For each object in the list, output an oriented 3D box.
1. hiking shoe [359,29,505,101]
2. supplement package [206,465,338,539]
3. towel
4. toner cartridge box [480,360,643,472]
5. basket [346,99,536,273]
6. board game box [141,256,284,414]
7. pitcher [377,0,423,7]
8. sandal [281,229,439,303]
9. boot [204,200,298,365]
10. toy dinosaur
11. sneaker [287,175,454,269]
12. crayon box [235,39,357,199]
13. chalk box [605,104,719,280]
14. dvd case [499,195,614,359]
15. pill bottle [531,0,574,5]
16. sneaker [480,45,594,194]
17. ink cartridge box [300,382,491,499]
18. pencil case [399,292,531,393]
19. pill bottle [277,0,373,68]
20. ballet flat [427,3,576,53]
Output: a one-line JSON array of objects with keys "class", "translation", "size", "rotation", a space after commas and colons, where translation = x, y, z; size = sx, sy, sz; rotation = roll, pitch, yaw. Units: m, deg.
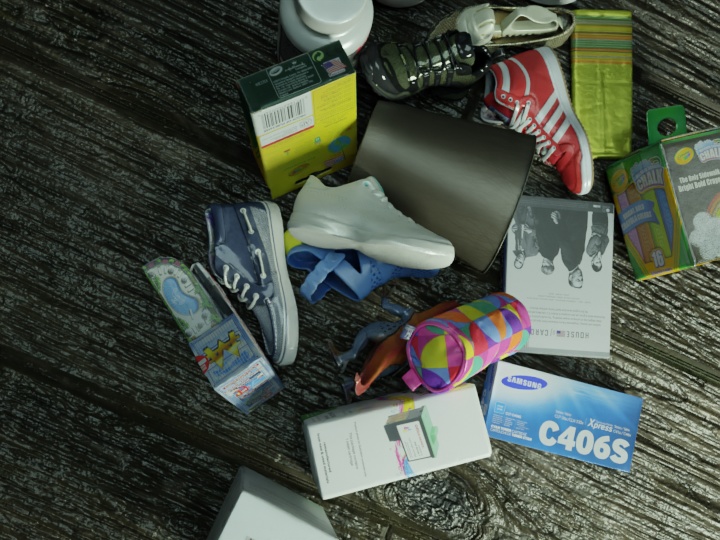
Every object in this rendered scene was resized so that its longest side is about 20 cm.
[{"class": "hiking shoe", "translation": [0.086, -0.260, 1.002], "size": [0.198, 0.100, 0.077], "rotation": [-11, 74, -43]}, {"class": "supplement package", "translation": [-0.107, 0.304, 0.907], "size": [0.115, 0.200, 0.119], "rotation": [27, 81, -4]}, {"class": "towel", "translation": [0.324, -0.251, 1.114], "size": [0.084, 0.018, 0.205], "rotation": [1, 85, -2]}, {"class": "toner cartridge box", "translation": [0.251, 0.184, 1.046], "size": [0.196, 0.043, 0.097], "rotation": [14, 82, -6]}, {"class": "basket", "translation": [0.093, -0.120, 1.014], "size": [0.197, 0.136, 0.183], "rotation": [22, 82, -1]}, {"class": "board game box", "translation": [-0.160, 0.069, 0.924], "size": [0.061, 0.200, 0.202], "rotation": [-33, 90, -9]}, {"class": "pitcher", "translation": [0.080, -0.392, 1.002], "size": [0.169, 0.200, 0.123], "rotation": [21, 82, -5]}, {"class": "sandal", "translation": [0.000, 0.000, 1.007], "size": [0.195, 0.080, 0.089], "rotation": [0, 62, 1]}, {"class": "boot", "translation": [-0.134, 0.017, 0.989], "size": [0.089, 0.073, 0.204], "rotation": [-4, 75, -29]}, {"class": "toy dinosaur", "translation": [0.055, 0.092, 0.978], "size": [0.179, 0.200, 0.107], "rotation": [-22, 113, -10]}, {"class": "sneaker", "translation": [0.018, -0.062, 0.951], "size": [0.196, 0.075, 0.090], "rotation": [15, 73, 7]}, {"class": "crayon box", "translation": [-0.069, -0.170, 0.971], "size": [0.125, 0.201, 0.051], "rotation": [-24, 69, -10]}, {"class": "chalk box", "translation": [0.403, -0.105, 1.047], "size": [0.122, 0.124, 0.204], "rotation": [-12, 85, -18]}, {"class": "dvd case", "translation": [0.255, 0.008, 1.074], "size": [0.147, 0.025, 0.205], "rotation": [5, 84, -7]}, {"class": "pill bottle", "translation": [0.262, -0.463, 1.079], "size": [0.107, 0.110, 0.204], "rotation": [12, 83, -6]}, {"class": "sneaker", "translation": [0.222, -0.183, 1.065], "size": [0.110, 0.071, 0.204], "rotation": [-15, 79, -13]}, {"class": "ink cartridge box", "translation": [0.036, 0.192, 0.965], "size": [0.196, 0.145, 0.086], "rotation": [-12, 86, -8]}, {"class": "pencil case", "translation": [0.126, 0.080, 0.963], "size": [0.198, 0.087, 0.090], "rotation": [-13, 85, -53]}, {"class": "pill bottle", "translation": [-0.043, -0.291, 0.975], "size": [0.108, 0.200, 0.113], "rotation": [1, 84, -7]}, {"class": "ballet flat", "translation": [0.187, -0.320, 1.072], "size": [0.195, 0.075, 0.069], "rotation": [-6, 86, -8]}]
